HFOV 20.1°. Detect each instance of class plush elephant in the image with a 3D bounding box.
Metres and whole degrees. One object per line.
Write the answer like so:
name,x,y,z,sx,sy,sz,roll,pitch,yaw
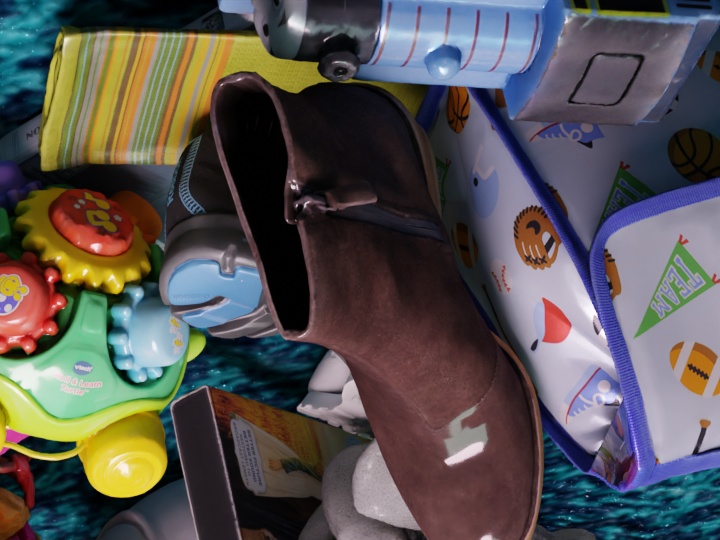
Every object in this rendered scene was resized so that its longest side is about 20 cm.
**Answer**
plush elephant,0.045,0.154,0.983,0.154,0.166,0.200,-20,172,26

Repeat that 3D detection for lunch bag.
lunch bag,0.134,-0.014,0.856,0.169,0.201,0.124,-15,149,-23

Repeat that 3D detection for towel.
towel,-0.038,-0.072,0.884,0.198,0.018,0.086,0,147,-16

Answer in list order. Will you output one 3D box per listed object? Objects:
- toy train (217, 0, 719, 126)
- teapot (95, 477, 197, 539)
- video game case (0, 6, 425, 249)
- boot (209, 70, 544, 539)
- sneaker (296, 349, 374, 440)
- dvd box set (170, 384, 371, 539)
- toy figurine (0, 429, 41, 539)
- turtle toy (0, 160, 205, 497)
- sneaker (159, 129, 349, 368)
toy train,0.040,-0.119,0.786,0.198,0.115,0.087,2,145,-18
teapot,-0.103,0.202,1.161,0.145,0.198,0.200,13,131,-30
video game case,-0.036,-0.051,0.952,0.181,0.024,0.200,-27,143,24
boot,0.003,0.025,0.769,0.072,0.202,0.166,-17,174,21
sneaker,0.019,0.044,1.060,0.076,0.081,0.200,16,165,-11
dvd box set,-0.017,0.151,1.098,0.029,0.147,0.199,-28,150,26
toy figurine,-0.190,0.113,1.036,0.149,0.186,0.200,-3,-174,-11
turtle toy,-0.154,0.008,0.882,0.198,0.146,0.102,13,124,-28
sneaker,0.000,0.000,0.904,0.199,0.083,0.073,25,136,-36
